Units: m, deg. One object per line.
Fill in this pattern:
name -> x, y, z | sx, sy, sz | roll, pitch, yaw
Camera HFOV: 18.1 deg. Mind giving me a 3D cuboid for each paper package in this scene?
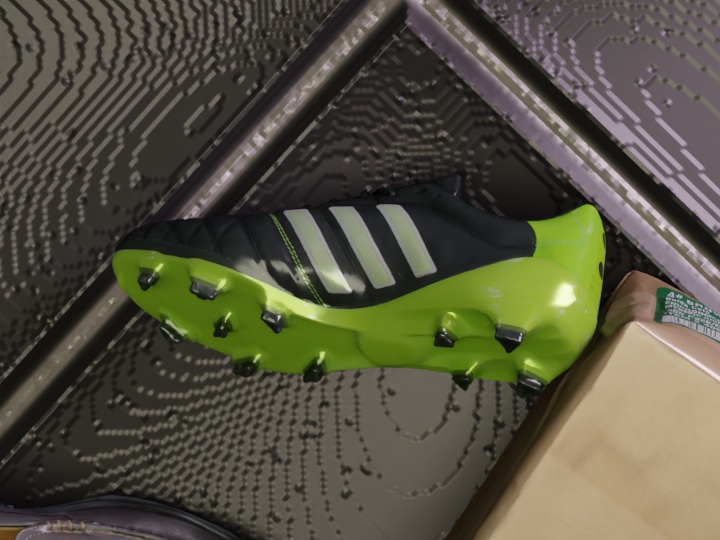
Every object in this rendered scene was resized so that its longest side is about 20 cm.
paper package -> 0.135, 0.133, 0.868 | 0.199, 0.103, 0.191 | 33, 102, 0

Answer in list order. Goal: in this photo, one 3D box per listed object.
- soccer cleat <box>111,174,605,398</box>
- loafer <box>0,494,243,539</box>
soccer cleat -> 0.000, 0.000, 0.883 | 0.199, 0.081, 0.068 | 6, 141, 22
loafer -> -0.129, 0.129, 0.911 | 0.198, 0.072, 0.073 | 7, 100, 4
